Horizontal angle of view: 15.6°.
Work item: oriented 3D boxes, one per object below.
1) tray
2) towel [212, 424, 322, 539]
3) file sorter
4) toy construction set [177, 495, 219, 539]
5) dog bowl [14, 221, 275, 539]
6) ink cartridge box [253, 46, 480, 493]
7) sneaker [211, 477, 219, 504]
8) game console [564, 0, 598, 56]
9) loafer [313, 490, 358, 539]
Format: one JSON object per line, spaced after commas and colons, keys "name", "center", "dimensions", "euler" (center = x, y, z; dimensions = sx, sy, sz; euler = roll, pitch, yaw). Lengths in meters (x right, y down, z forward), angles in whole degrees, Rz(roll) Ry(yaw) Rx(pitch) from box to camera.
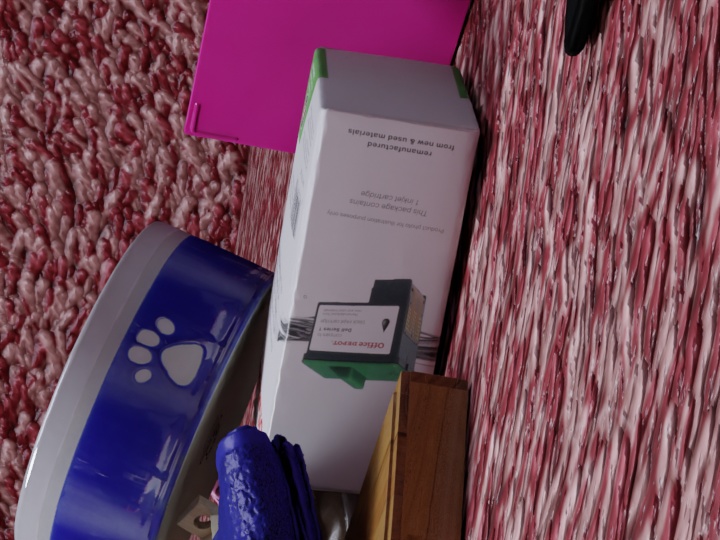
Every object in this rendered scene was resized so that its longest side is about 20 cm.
{"name": "tray", "center": [0.013, 0.146, 1.261], "dimensions": [0.200, 0.037, 0.099], "euler": [105, 172, -52]}
{"name": "towel", "center": [-0.032, 0.191, 1.255], "dimensions": [0.148, 0.049, 0.200], "euler": [98, 163, -58]}
{"name": "file sorter", "center": [-0.013, -0.172, 1.500], "dimensions": [0.200, 0.139, 0.126], "euler": [107, 171, -55]}
{"name": "toy construction set", "center": [-0.061, 0.220, 1.383], "dimensions": [0.092, 0.131, 0.200], "euler": [120, 163, -48]}
{"name": "dog bowl", "center": [-0.116, 0.079, 1.463], "dimensions": [0.200, 0.079, 0.201], "euler": [23, -90, -85]}
{"name": "ink cartridge box", "center": [0.000, 0.000, 1.361], "dimensions": [0.146, 0.084, 0.201], "euler": [-96, 15, -72]}
{"name": "sneaker", "center": [-0.044, 0.156, 1.620], "dimensions": [0.200, 0.079, 0.096], "euler": [94, 153, -84]}
{"name": "game console", "center": [0.059, -0.215, 1.010], "dimensions": [0.116, 0.176, 0.200], "euler": [-29, 47, 46]}
{"name": "loafer", "center": [-0.039, 0.188, 1.521], "dimensions": [0.073, 0.071, 0.200], "euler": [-90, 11, -57]}
